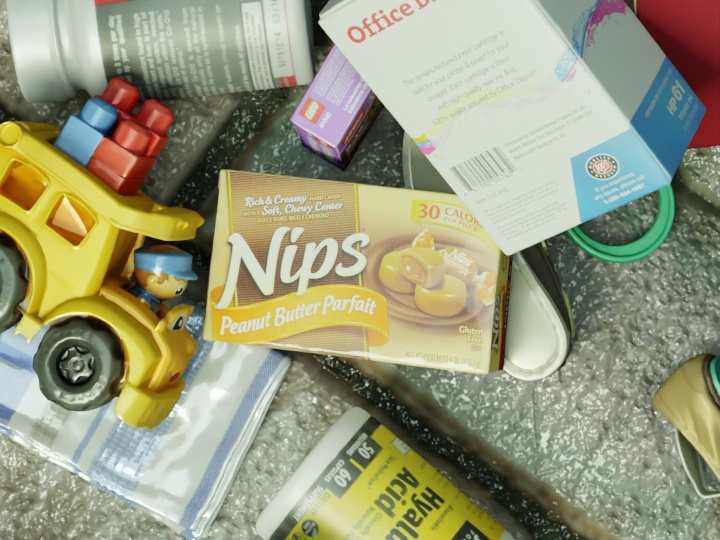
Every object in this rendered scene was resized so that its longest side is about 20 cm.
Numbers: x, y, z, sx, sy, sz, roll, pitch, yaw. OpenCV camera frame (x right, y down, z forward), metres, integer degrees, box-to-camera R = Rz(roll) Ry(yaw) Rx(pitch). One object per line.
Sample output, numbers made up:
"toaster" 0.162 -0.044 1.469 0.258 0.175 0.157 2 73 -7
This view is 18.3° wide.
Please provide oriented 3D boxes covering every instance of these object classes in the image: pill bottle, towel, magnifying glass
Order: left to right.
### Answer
"towel" -0.162 0.080 1.550 0.199 0.024 0.147 28 87 4
"pill bottle" -0.134 -0.173 1.521 0.199 0.114 0.115 -6 86 1
"pill bottle" 0.037 0.194 1.489 0.200 0.111 0.111 40 88 4
"magnifying glass" 0.144 -0.094 1.552 0.079 0.022 0.201 -34 87 0

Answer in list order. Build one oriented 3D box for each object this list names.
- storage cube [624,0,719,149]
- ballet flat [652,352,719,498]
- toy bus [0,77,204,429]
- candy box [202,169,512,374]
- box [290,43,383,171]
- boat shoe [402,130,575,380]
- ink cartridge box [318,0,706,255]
"storage cube" 0.255 -0.198 1.450 0.179 0.200 0.172 -5 56 2
"ballet flat" 0.266 0.152 1.516 0.063 0.069 0.201 -33 82 28
"toy bus" -0.171 -0.020 1.471 0.200 0.136 0.192 36 95 6
"candy box" 0.000 0.000 1.492 0.199 0.055 0.116 7 91 15
"box" 0.022 -0.167 1.503 0.039 0.137 0.201 31 88 4
"boat shoe" 0.089 -0.020 1.529 0.072 0.059 0.201 -28 84 16
"ink cartridge box" 0.093 -0.127 1.372 0.200 0.144 0.085 49 45 -17
